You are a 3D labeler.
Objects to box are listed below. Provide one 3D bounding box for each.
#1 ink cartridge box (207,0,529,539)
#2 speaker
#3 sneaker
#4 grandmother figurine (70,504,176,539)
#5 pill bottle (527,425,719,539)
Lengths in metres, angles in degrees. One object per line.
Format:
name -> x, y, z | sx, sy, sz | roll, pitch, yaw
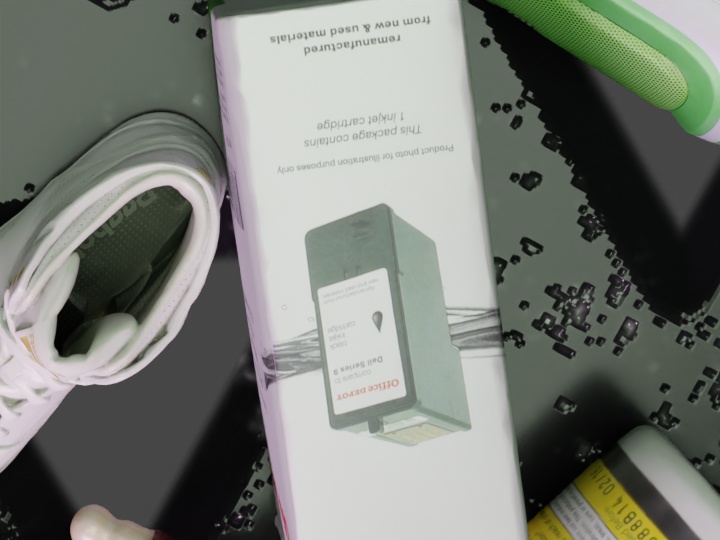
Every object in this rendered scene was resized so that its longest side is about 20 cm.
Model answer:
ink cartridge box -> 0.000, 0.000, 0.931 | 0.084, 0.146, 0.201 | -8, 100, -4
speaker -> 0.077, -0.124, 0.948 | 0.200, 0.088, 0.089 | 31, 95, -8
sneaker -> -0.126, 0.027, 0.941 | 0.074, 0.116, 0.200 | 41, 95, -10
grandmother figurine -> -0.080, 0.134, 0.952 | 0.199, 0.061, 0.122 | 4, 133, 15
pill bottle -> 0.070, 0.161, 0.976 | 0.200, 0.111, 0.111 | -42, 99, 2
